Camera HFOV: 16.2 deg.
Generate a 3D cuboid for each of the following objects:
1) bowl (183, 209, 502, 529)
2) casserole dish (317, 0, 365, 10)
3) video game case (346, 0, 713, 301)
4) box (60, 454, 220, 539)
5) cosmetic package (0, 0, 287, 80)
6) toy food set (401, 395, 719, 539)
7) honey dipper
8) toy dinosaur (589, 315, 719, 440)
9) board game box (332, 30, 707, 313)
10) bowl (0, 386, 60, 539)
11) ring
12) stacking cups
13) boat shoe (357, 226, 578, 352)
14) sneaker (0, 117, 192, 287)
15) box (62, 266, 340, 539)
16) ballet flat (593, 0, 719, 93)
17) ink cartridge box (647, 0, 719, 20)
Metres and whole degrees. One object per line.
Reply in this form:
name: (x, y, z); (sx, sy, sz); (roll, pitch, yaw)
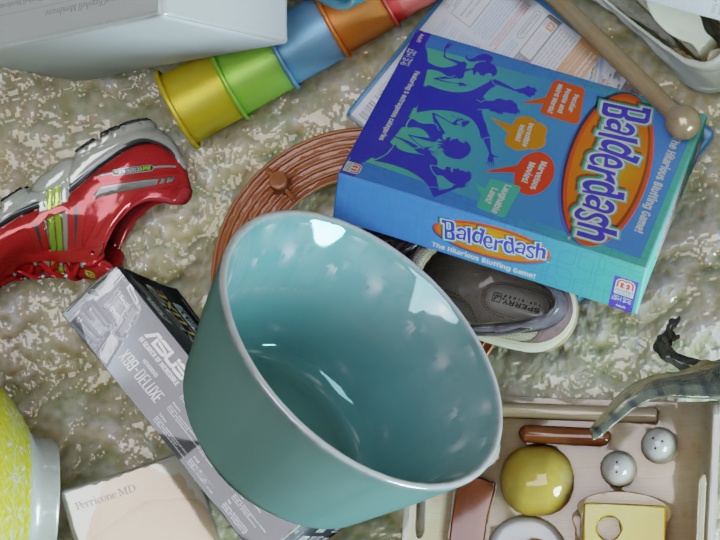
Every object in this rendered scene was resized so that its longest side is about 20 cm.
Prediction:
bowl: (-0.025, 0.074, 1.503); (0.201, 0.201, 0.105); (50, 124, 11)
casserole dish: (-0.021, -0.238, 1.637); (0.039, 0.200, 0.121); (-10, 110, -20)
video game case: (0.111, -0.096, 1.673); (0.200, 0.018, 0.143); (39, 90, 11)
box: (-0.121, 0.226, 1.636); (0.095, 0.078, 0.200); (-19, 81, -6)
cosmetic package: (-0.156, -0.237, 1.639); (0.199, 0.123, 0.200); (-5, 81, 40)
toy food set: (0.128, 0.151, 1.621); (0.200, 0.060, 0.144); (2, 84, 10)
honey dipper: (0.147, -0.153, 1.625); (0.038, 0.038, 0.200); (-42, 64, 2)
toy dinosaur: (0.231, 0.060, 1.604); (0.200, 0.047, 0.088); (-5, 44, -12)
board game box: (0.102, -0.065, 1.597); (0.200, 0.045, 0.152); (17, 46, 10)
bowl: (-0.251, 0.147, 1.630); (0.108, 0.200, 0.200); (2, 84, -13)
ring: (0.000, 0.000, 1.646); (0.200, 0.019, 0.200); (-2, 75, 6)
stacking cups: (-0.038, -0.156, 1.685); (0.200, 0.061, 0.061); (-30, 80, 3)
boat shoe: (0.038, 0.006, 1.595); (0.200, 0.065, 0.072); (12, 76, 10)
sneaker: (-0.200, -0.019, 1.686); (0.200, 0.077, 0.085); (-36, 85, 4)
box: (-0.094, 0.093, 1.614); (0.050, 0.158, 0.200); (-40, 79, 3)
ballet flat: (0.175, -0.196, 1.650); (0.200, 0.069, 0.069); (44, 92, 11)
ink cartridge box: (0.268, -0.216, 1.604); (0.200, 0.050, 0.161); (15, 48, 12)
